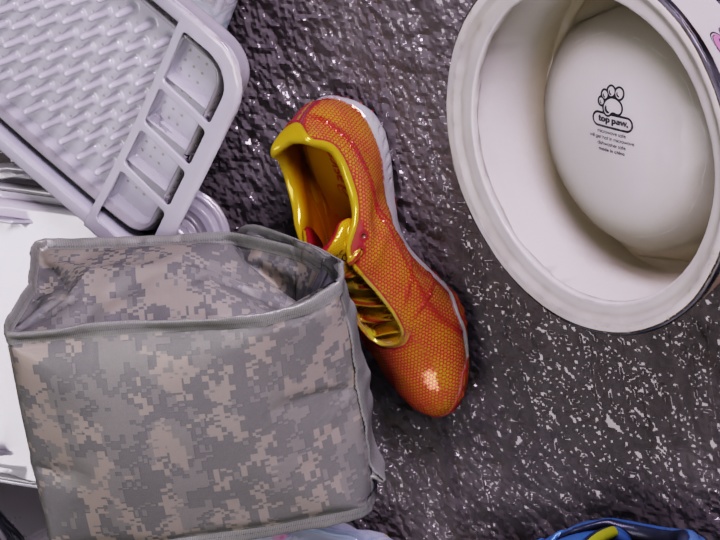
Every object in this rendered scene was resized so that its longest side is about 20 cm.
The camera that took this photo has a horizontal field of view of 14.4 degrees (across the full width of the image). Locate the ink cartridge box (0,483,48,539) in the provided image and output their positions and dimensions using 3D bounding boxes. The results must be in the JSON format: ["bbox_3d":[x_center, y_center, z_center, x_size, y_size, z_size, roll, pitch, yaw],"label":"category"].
[{"bbox_3d":[-0.253,0.199,1.851,0.084,0.200,0.145,40,132,24],"label":"ink cartridge box"}]

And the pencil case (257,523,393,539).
[{"bbox_3d":[-0.071,0.176,1.788,0.199,0.083,0.091,20,111,28],"label":"pencil case"}]

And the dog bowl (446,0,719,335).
[{"bbox_3d":[0.139,-0.072,1.473,0.200,0.074,0.201,22,120,43],"label":"dog bowl"}]

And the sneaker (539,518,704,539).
[{"bbox_3d":[0.118,0.171,1.634,0.199,0.066,0.079,-3,136,33],"label":"sneaker"}]

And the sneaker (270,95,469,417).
[{"bbox_3d":[0.000,0.000,1.641,0.073,0.077,0.201,-17,105,39],"label":"sneaker"}]

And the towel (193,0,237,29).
[{"bbox_3d":[-0.165,-0.176,1.687,0.200,0.048,0.172,35,131,16],"label":"towel"}]

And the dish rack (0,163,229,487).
[{"bbox_3d":[-0.173,0.043,1.735,0.171,0.044,0.201,8,101,8],"label":"dish rack"}]

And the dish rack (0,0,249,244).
[{"bbox_3d":[-0.154,-0.121,1.650,0.200,0.044,0.172,40,130,13],"label":"dish rack"}]

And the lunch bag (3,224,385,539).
[{"bbox_3d":[-0.089,0.067,1.630,0.199,0.118,0.165,-3,122,8],"label":"lunch bag"}]
